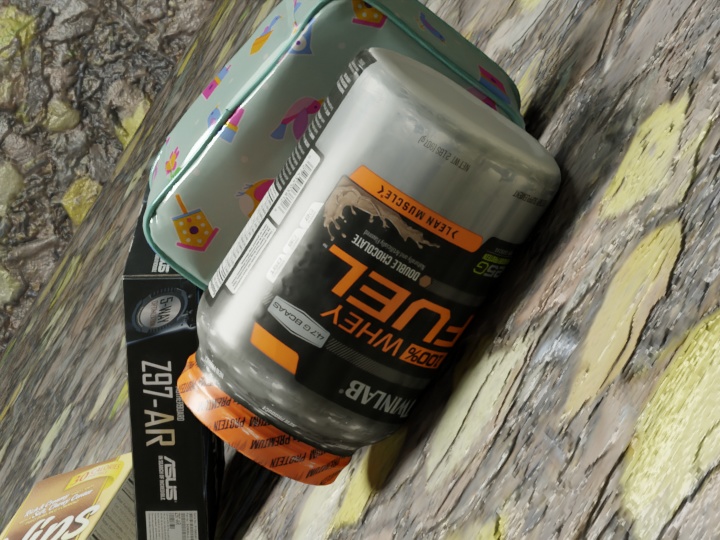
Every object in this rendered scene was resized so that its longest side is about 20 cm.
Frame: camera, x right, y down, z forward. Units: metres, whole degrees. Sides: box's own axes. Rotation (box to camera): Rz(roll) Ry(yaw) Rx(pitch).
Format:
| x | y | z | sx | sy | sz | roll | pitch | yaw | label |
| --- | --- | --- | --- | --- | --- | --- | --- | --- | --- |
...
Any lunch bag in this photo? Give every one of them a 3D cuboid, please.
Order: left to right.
| x | y | z | sx | sy | sz | roll | pitch | yaw | label |
| --- | --- | --- | --- | --- | --- | --- | --- | --- | --- |
| -0.013 | -0.055 | 1.340 | 0.200 | 0.160 | 0.077 | -49 | 20 | 19 | lunch bag |

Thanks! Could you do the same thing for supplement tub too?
| x | y | z | sx | sy | sz | roll | pitch | yaw | label |
| --- | --- | --- | --- | --- | --- | --- | --- | --- | --- |
| 0.000 | 0.000 | 1.219 | 0.200 | 0.122 | 0.123 | -57 | 12 | 12 | supplement tub |

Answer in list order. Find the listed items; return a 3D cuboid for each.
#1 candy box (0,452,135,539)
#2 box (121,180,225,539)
| x | y | z | sx | sy | sz | roll | pitch | yaw | label |
| --- | --- | --- | --- | --- | --- | --- | --- | --- | --- |
| -0.207 | 0.213 | 1.590 | 0.115 | 0.055 | 0.200 | -19 | 30 | 41 | candy box |
| -0.111 | 0.065 | 1.472 | 0.160 | 0.043 | 0.200 | -88 | -3 | -69 | box |
